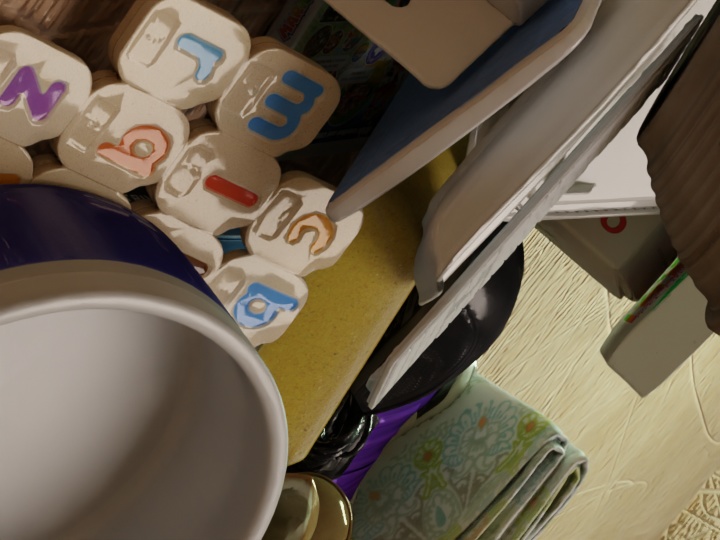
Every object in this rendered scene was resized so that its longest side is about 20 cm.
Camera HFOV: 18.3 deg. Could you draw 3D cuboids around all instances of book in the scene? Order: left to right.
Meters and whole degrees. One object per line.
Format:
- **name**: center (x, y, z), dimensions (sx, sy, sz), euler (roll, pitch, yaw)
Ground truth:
- **book**: center (0.182, 0.009, 1.163), dimensions (0.134, 0.048, 0.200), euler (-45, 176, 3)

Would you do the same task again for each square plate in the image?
- **square plate**: center (0.086, -0.071, 0.911), dimensions (0.198, 0.028, 0.200), euler (-48, 178, -4)

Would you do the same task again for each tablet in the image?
- **tablet**: center (0.057, -0.092, 0.897), dimensions (0.130, 0.014, 0.200), euler (-36, -168, 27)

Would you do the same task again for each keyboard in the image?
- **keyboard**: center (0.070, -0.025, 0.878), dimensions (0.200, 0.011, 0.056), euler (-48, 178, -22)

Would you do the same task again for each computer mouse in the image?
- **computer mouse**: center (0.039, 0.024, 1.187), dimensions (0.200, 0.053, 0.139), euler (-48, -160, 54)

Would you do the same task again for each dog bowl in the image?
- **dog bowl**: center (-0.133, 0.070, 0.842), dimensions (0.200, 0.079, 0.200), euler (-16, 130, -20)

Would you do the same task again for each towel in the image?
- **towel**: center (0.034, 0.140, 1.379), dimensions (0.171, 0.200, 0.048), euler (-47, 122, -7)

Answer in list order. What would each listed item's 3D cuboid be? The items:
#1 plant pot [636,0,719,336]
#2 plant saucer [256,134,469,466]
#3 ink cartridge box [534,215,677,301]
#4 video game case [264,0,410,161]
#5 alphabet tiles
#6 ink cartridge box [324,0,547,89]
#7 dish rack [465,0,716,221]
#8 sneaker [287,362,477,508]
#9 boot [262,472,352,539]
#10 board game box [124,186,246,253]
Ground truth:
- **plant pot**: center (0.177, -0.072, 0.909), dimensions (0.201, 0.093, 0.201), euler (-57, 178, -3)
- **plant saucer**: center (0.000, 0.000, 1.092), dimensions (0.200, 0.048, 0.200), euler (-58, 180, 30)
- **ink cartridge box**: center (0.152, -0.106, 1.174), dimensions (0.200, 0.145, 0.084), euler (-48, 163, 0)
- **video game case**: center (0.015, -0.133, 1.009), dimensions (0.200, 0.018, 0.143), euler (-56, 162, 22)
- **alphabet tiles**: center (-0.098, -0.014, 0.864), dimensions (0.196, 0.015, 0.200), euler (25, 108, -41)
- **ink cartridge box**: center (0.059, -0.178, 0.851), dimensions (0.200, 0.116, 0.067), euler (-44, 162, -14)
- **dish rack**: center (0.142, -0.112, 1.044), dimensions (0.172, 0.044, 0.200), euler (-3, 113, -27)
- **sneaker**: center (-0.018, 0.091, 1.338), dimensions (0.200, 0.070, 0.100), euler (-48, 155, -8)
- **boot**: center (-0.052, 0.142, 1.132), dimensions (0.175, 0.066, 0.200), euler (-40, 173, -25)
- **board game box**: center (-0.121, 0.052, 0.977), dimensions (0.151, 0.047, 0.200), euler (1, 125, -57)
